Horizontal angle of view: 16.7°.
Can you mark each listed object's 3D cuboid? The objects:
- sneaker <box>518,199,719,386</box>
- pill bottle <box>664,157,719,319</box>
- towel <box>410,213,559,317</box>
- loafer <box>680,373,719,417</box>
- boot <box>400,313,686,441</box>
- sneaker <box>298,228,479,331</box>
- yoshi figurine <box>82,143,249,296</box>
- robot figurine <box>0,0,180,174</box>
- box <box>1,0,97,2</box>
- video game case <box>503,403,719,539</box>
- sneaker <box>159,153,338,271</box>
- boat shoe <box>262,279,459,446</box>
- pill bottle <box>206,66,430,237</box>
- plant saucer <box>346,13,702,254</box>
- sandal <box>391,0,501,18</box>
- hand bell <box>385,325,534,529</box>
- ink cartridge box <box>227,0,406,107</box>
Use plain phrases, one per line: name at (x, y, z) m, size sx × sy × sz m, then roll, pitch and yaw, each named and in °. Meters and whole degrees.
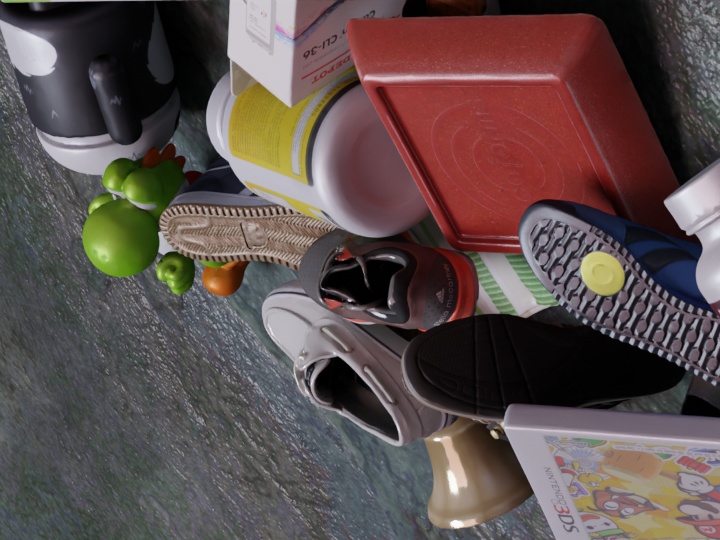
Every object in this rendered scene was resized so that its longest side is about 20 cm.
sneaker at (0.194, 0.008, 1.542) m, size 0.200 × 0.078 × 0.066 m, roll 29°, pitch 127°, yaw 12°
pill bottle at (0.270, 0.015, 1.433) m, size 0.200 × 0.113 × 0.113 m, roll 54°, pitch 151°, yaw 1°
towel at (0.086, -0.031, 1.749) m, size 0.153 × 0.023 × 0.200 m, roll 57°, pitch 153°, yaw -2°
loafer at (0.240, 0.122, 1.634) m, size 0.076 × 0.068 × 0.200 m, roll 30°, pitch 143°, yaw 36°
boot at (0.105, 0.077, 1.681) m, size 0.151 × 0.200 × 0.073 m, roll 141°, pitch 120°, yaw -67°
sneaker at (0.000, 0.000, 1.709) m, size 0.200 × 0.082 × 0.077 m, roll 7°, pitch 90°, yaw 58°
yoshi figurine at (-0.165, -0.028, 1.954) m, size 0.200 × 0.112 × 0.112 m, roll 37°, pitch -136°, yaw -67°
robot figurine at (-0.211, -0.172, 1.934) m, size 0.125 × 0.150 × 0.200 m, roll 3°, pitch 127°, yaw 24°
box at (-0.190, -0.262, 1.766) m, size 0.200 × 0.036 × 0.145 m, roll 2°, pitch 129°, yaw 23°
video game case at (0.210, 0.149, 1.605) m, size 0.200 × 0.023 × 0.182 m, roll 2°, pitch 146°, yaw 23°
sneaker at (-0.043, -0.052, 1.865) m, size 0.200 × 0.109 × 0.070 m, roll 7°, pitch 129°, yaw 25°
boat shoe at (-0.015, 0.071, 1.796) m, size 0.200 × 0.066 × 0.072 m, roll 34°, pitch 139°, yaw 36°
pill bottle at (-0.029, -0.095, 1.745) m, size 0.200 × 0.112 × 0.112 m, roll 23°, pitch 139°, yaw 56°
plant saucer at (0.099, -0.077, 1.582) m, size 0.200 × 0.037 × 0.200 m, roll 4°, pitch 137°, yaw 39°
sandal at (0.051, -0.166, 1.606) m, size 0.079 × 0.059 × 0.207 m, roll 23°, pitch 134°, yaw 44°
hand bell at (0.056, 0.081, 1.819) m, size 0.104 × 0.104 × 0.200 m, roll 2°, pitch 124°, yaw 55°
ink cartridge box at (-0.025, -0.193, 1.642) m, size 0.067 × 0.116 × 0.200 m, roll 41°, pitch 149°, yaw 24°
